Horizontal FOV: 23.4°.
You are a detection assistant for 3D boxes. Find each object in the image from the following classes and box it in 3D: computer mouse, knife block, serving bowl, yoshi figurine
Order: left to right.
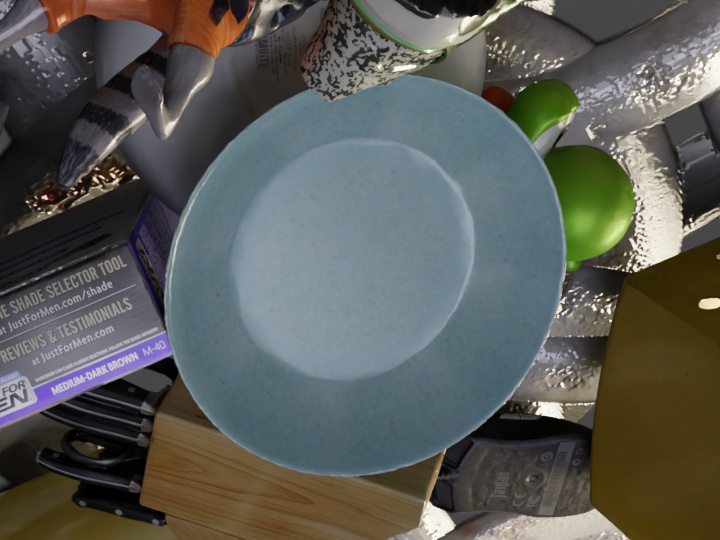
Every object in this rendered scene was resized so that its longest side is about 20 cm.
[{"bbox_3d":[-0.077,0.086,0.955,0.200,0.064,0.176,-24,112,28],"label":"knife block"},{"bbox_3d":[-0.028,-0.106,0.850,0.199,0.066,0.201,-2,97,-12],"label":"serving bowl"},{"bbox_3d":[0.086,0.105,1.172,0.199,0.046,0.141,-2,122,-15],"label":"computer mouse"},{"bbox_3d":[0.074,-0.002,0.930,0.112,0.113,0.200,20,115,-25],"label":"yoshi figurine"}]

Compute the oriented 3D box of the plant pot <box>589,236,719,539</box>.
[{"bbox_3d":[0.264,0.079,1.092,0.199,0.200,0.177,-21,117,-16],"label":"plant pot"}]

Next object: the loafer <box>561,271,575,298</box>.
[{"bbox_3d":[0.040,-0.049,0.996,0.076,0.068,0.200,-41,115,17],"label":"loafer"}]

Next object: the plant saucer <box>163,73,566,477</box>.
[{"bbox_3d":[0.000,0.000,0.831,0.200,0.039,0.202,-7,111,-18],"label":"plant saucer"}]

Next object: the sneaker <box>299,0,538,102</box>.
[{"bbox_3d":[0.030,-0.123,0.756,0.089,0.077,0.200,-43,174,33],"label":"sneaker"}]

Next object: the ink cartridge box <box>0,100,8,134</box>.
[{"bbox_3d":[-0.259,0.014,0.887,0.087,0.146,0.200,19,126,-9],"label":"ink cartridge box"}]

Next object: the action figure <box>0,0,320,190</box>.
[{"bbox_3d":[-0.086,-0.124,0.742,0.193,0.199,0.105,-39,129,-41],"label":"action figure"}]

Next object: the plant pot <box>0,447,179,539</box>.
[{"bbox_3d":[-0.161,0.198,1.082,0.189,0.201,0.201,-36,135,-7],"label":"plant pot"}]

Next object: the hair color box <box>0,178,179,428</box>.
[{"bbox_3d":[-0.147,0.011,0.894,0.109,0.200,0.065,-23,101,3],"label":"hair color box"}]
